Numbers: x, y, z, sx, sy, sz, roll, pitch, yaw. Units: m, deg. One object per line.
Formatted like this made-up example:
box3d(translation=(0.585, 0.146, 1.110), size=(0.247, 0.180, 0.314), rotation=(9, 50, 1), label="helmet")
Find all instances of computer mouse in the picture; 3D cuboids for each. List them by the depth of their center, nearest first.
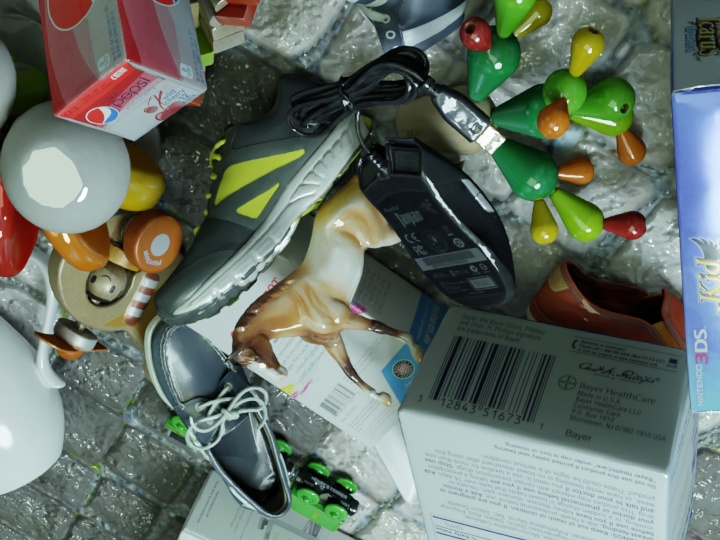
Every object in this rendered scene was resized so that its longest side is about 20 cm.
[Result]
box3d(translation=(0.056, -0.062, 0.676), size=(0.200, 0.046, 0.140), rotation=(46, 148, -18), label="computer mouse")

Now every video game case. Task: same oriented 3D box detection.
box3d(translation=(0.206, -0.055, 0.617), size=(0.045, 0.182, 0.203), rotation=(-2, 124, 18), label="video game case")

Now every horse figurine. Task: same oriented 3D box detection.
box3d(translation=(0.000, 0.000, 0.754), size=(0.131, 0.203, 0.050), rotation=(28, 172, -14), label="horse figurine")

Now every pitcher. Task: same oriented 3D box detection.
box3d(translation=(-0.319, 0.084, 0.940), size=(0.169, 0.122, 0.203), rotation=(-17, 108, 10), label="pitcher")

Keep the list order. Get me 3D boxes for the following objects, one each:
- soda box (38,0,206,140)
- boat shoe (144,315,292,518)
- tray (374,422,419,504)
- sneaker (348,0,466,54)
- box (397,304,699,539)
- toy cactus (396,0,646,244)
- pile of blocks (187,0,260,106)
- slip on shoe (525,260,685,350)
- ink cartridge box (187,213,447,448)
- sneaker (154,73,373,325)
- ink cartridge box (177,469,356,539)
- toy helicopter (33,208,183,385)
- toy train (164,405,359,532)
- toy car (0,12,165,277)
box3d(translation=(-0.151, -0.186, 0.636), size=(0.069, 0.204, 0.063), rotation=(-27, 157, 32), label="soda box")
box3d(translation=(-0.111, 0.121, 0.870), size=(0.062, 0.074, 0.203), rotation=(25, 140, 57), label="boat shoe")
box3d(translation=(0.106, 0.138, 0.890), size=(0.197, 0.022, 0.108), rotation=(-15, 119, 26), label="tray")
box3d(translation=(-0.015, -0.184, 0.632), size=(0.196, 0.071, 0.110), rotation=(-3, 134, -17), label="sneaker")
box3d(translation=(0.140, 0.142, 0.765), size=(0.181, 0.106, 0.202), rotation=(11, 138, 23), label="box")
box3d(translation=(0.097, -0.091, 0.688), size=(0.163, 0.103, 0.201), rotation=(0, 143, 35), label="toy cactus")
box3d(translation=(-0.102, -0.172, 0.684), size=(0.201, 0.081, 0.063), rotation=(-53, 56, 37), label="pile of blocks")
box3d(translation=(0.217, 0.048, 0.762), size=(0.197, 0.074, 0.062), rotation=(21, 116, 4), label="slip on shoe")
box3d(translation=(-0.036, 0.035, 0.832), size=(0.198, 0.068, 0.115), rotation=(34, 127, -8), label="ink cartridge box")
box3d(translation=(-0.079, -0.050, 0.735), size=(0.084, 0.201, 0.075), rotation=(41, 163, 1), label="sneaker")
box3d(translation=(-0.088, 0.305, 1.033), size=(0.197, 0.083, 0.148), rotation=(26, 128, -1), label="ink cartridge box")
box3d(translation=(-0.188, 0.038, 0.857), size=(0.078, 0.133, 0.201), rotation=(27, 154, 34), label="toy helicopter")
box3d(translation=(-0.091, 0.175, 0.971), size=(0.198, 0.042, 0.057), rotation=(31, 139, -5), label="toy train")
box3d(translation=(-0.239, -0.078, 0.729), size=(0.199, 0.175, 0.151), rotation=(37, 102, -7), label="toy car")
